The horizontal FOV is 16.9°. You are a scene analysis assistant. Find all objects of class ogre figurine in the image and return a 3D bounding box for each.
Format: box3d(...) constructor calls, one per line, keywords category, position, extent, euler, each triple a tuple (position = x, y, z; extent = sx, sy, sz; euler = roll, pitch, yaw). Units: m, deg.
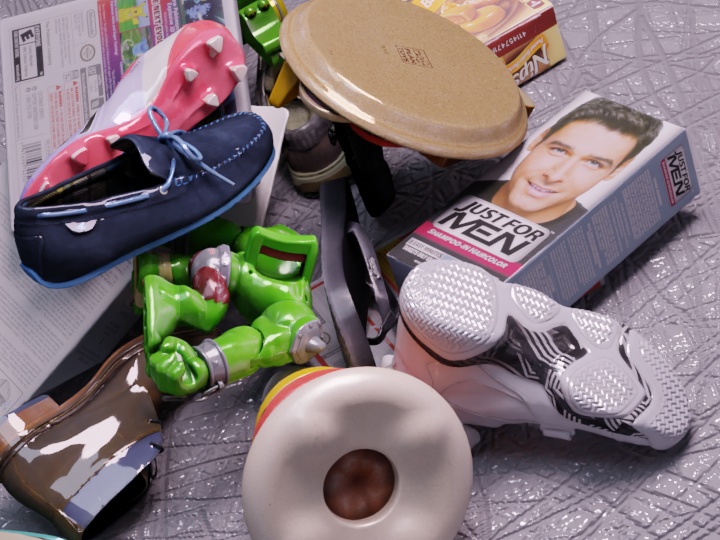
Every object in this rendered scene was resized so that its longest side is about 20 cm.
box3d(category="ogre figurine", position=(-0.089, 0.017, 1.620), extent=(0.119, 0.099, 0.200), euler=(-1, 13, -9))

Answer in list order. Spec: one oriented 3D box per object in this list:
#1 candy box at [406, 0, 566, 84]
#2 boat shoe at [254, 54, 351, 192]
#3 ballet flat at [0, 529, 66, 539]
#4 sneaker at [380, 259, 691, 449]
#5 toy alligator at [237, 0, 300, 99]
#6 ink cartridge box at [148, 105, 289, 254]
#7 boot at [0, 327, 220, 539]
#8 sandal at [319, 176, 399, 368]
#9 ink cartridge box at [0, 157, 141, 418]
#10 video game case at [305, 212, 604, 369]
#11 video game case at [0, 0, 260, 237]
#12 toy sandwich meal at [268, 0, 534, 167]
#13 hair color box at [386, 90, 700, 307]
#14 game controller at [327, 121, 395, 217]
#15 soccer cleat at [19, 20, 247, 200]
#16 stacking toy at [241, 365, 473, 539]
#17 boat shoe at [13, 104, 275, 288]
box3d(category="candy box", position=(0.059, -0.198, 1.907), extent=(0.115, 0.055, 0.200), euler=(-30, 39, -14))
box3d(category="boat shoe", position=(-0.046, -0.140, 1.878), extent=(0.071, 0.066, 0.201), euler=(-19, 38, 3))
box3d(category="ballet flat", position=(-0.272, 0.193, 1.587), extent=(0.199, 0.070, 0.070), euler=(6, 45, 30))
box3d(category="sneaker", position=(0.106, 0.074, 1.544), extent=(0.199, 0.115, 0.075), euler=(25, 50, 0))
box3d(category="toy alligator", position=(-0.085, -0.196, 1.859), extent=(0.059, 0.054, 0.200), euler=(-29, 42, -18))
box3d(category="ink cartridge box", position=(-0.132, -0.063, 1.790), extent=(0.199, 0.067, 0.118), euler=(6, 75, 30))
box3d(category="boot", position=(-0.153, 0.112, 1.644), extent=(0.200, 0.075, 0.097), euler=(-31, 64, -30))
box3d(category="sandal", position=(0.000, -0.001, 1.650), extent=(0.043, 0.076, 0.201), euler=(-12, 38, 5))
box3d(category="ink cartridge box", position=(-0.256, 0.031, 1.752), extent=(0.161, 0.050, 0.200), euler=(41, 93, 32))
box3d(category="video game case", position=(0.050, 0.018, 1.681), extent=(0.199, 0.018, 0.143), euler=(-29, 38, -10))
box3d(category="video game case", position=(-0.170, -0.123, 1.758), extent=(0.181, 0.023, 0.201), euler=(-14, 55, 7))
box3d(category="toy sandwich meal", position=(0.027, -0.122, 1.684), extent=(0.204, 0.070, 0.206), euler=(18, 32, -12))
box3d(category="hair color box", position=(0.125, -0.032, 1.643), extent=(0.200, 0.061, 0.099), euler=(-39, 41, -24))
box3d(category="game controller", position=(-0.006, -0.129, 1.813), extent=(0.042, 0.105, 0.201), euler=(-9, 38, 2))
box3d(category="soccer cleat", position=(-0.163, -0.099, 1.696), extent=(0.200, 0.067, 0.076), euler=(-45, 29, -10))
box3d(category="stacking toy", position=(-0.023, 0.111, 1.544), extent=(0.146, 0.147, 0.200), euler=(-27, 19, -8))
box3d(category="boat shoe", position=(-0.139, -0.059, 1.614), extent=(0.200, 0.069, 0.084), euler=(-35, 36, -30))
